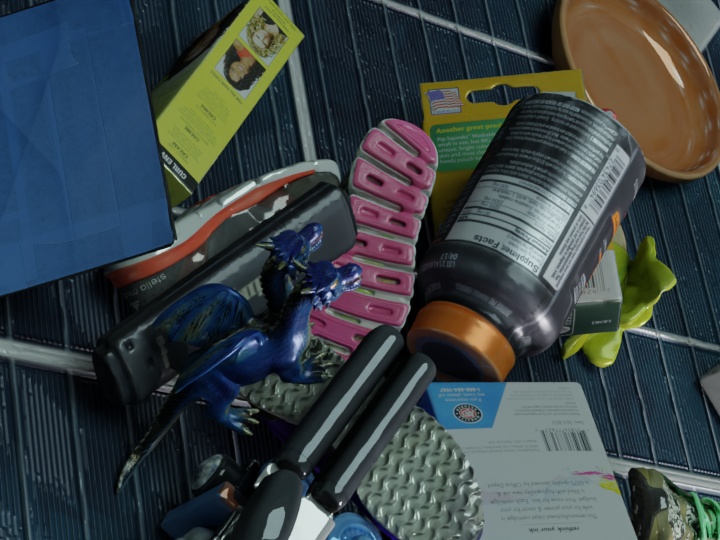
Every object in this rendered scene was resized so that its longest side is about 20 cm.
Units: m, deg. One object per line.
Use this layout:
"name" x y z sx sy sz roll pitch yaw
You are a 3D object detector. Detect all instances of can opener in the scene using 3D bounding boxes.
"can opener" -0.018 0.110 1.246 0.053 0.067 0.200 41 61 -7

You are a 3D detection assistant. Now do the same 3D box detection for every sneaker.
"sneaker" -0.080 -0.009 1.406 0.200 0.077 0.082 -30 97 -40
"sneaker" 0.000 0.000 1.471 0.074 0.087 0.200 18 70 -3
"sneaker" 0.004 0.110 1.359 0.070 0.100 0.200 -45 70 -10
"sneaker" 0.243 0.180 1.524 0.200 0.089 0.077 45 35 -61

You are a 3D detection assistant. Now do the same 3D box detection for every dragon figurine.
"dragon figurine" -0.081 0.047 1.264 0.099 0.200 0.059 50 13 -52

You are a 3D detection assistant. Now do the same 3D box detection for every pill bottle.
"pill bottle" 0.106 -0.015 1.463 0.106 0.106 0.200 41 63 -18

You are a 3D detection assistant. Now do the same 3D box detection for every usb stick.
"usb stick" -0.080 0.013 1.331 0.200 0.056 0.033 -36 48 -28

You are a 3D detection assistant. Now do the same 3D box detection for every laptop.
"laptop" -0.233 -0.087 1.258 0.200 0.116 0.187 11 56 -41

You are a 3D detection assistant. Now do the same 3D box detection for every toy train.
"toy train" -0.035 0.199 1.292 0.200 0.087 0.114 44 47 -14

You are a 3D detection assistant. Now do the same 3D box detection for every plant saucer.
"plant saucer" 0.231 -0.159 1.843 0.200 0.037 0.200 25 48 -31

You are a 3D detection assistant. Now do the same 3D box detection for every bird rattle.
"bird rattle" 0.153 -0.035 1.634 0.163 0.113 0.200 0 61 -25

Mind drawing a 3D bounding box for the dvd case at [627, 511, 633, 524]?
"dvd case" 0.124 0.197 1.471 0.200 0.025 0.150 30 41 -29

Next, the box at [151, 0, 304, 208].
"box" -0.110 -0.106 1.432 0.050 0.075 0.200 46 39 -15

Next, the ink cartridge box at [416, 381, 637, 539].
"ink cartridge box" 0.107 0.168 1.372 0.115 0.068 0.200 1 49 -21

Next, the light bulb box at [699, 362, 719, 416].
"light bulb box" 0.417 0.071 1.748 0.200 0.198 0.125 -28 87 -52

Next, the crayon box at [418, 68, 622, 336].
"crayon box" 0.113 -0.047 1.572 0.126 0.052 0.200 -5 60 0
